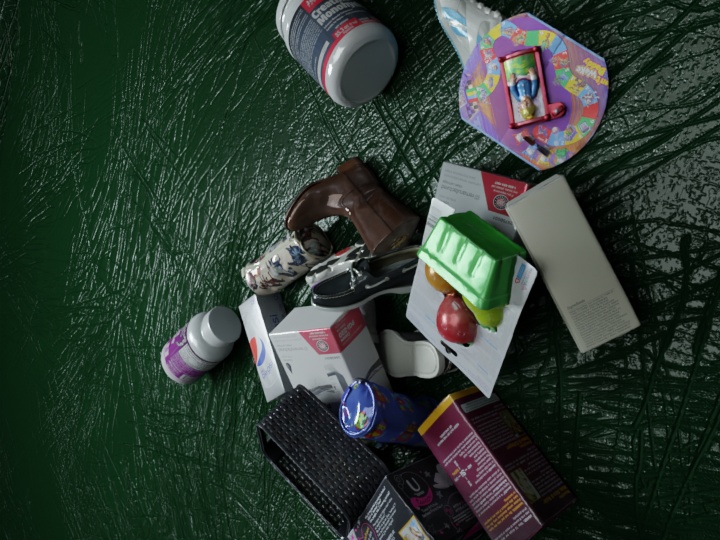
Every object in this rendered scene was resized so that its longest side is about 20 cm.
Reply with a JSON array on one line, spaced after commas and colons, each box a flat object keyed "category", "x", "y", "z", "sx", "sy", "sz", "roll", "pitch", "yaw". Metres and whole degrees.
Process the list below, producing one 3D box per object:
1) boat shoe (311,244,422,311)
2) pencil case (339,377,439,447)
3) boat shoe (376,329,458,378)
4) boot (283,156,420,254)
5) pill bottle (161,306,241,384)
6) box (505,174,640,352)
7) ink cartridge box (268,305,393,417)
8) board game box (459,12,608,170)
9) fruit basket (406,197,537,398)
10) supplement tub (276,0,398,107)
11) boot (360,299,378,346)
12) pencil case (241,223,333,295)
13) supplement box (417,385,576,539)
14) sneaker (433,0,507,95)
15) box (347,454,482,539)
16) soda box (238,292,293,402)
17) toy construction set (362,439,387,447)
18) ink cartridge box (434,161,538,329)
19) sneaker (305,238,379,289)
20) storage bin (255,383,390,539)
[{"category": "boat shoe", "x": 0.014, "y": 0.007, "z": 0.945, "sx": 0.076, "sy": 0.195, "sz": 0.061, "roll": -117, "pitch": 12, "yaw": -51}, {"category": "pencil case", "x": 0.048, "y": 0.217, "z": 0.925, "sx": 0.079, "sy": 0.198, "sz": 0.087, "roll": -54, "pitch": 46, "yaw": 12}, {"category": "boat shoe", "x": 0.089, "y": 0.128, "z": 0.969, "sx": 0.199, "sy": 0.059, "sz": 0.076, "roll": -11, "pitch": 85, "yaw": 62}, {"category": "boot", "x": -0.017, "y": -0.076, "z": 1.011, "sx": 0.185, "sy": 0.064, "sz": 0.201, "roll": -40, "pitch": 57, "yaw": 2}, {"category": "pill bottle", "x": -0.344, "y": 0.159, "z": 1.337, "sx": 0.199, "sy": 0.111, "sz": 0.115, "roll": -37, "pitch": 68, "yaw": 36}, {"category": "box", "x": 0.258, "y": -0.010, "z": 0.755, "sx": 0.081, "sy": 0.068, "sz": 0.204, "roll": -27, "pitch": 92, "yaw": 16}, {"category": "ink cartridge box", "x": -0.042, "y": 0.163, "z": 0.996, "sx": 0.143, "sy": 0.085, "sz": 0.204, "roll": -9, "pitch": 113, "yaw": 38}, {"category": "board game box", "x": 0.222, "y": -0.235, "z": 0.805, "sx": 0.198, "sy": 0.039, "sz": 0.160, "roll": 36, "pitch": 115, "yaw": 11}, {"category": "fruit basket", "x": 0.139, "y": 0.033, "z": 0.809, "sx": 0.185, "sy": 0.092, "sz": 0.204, "roll": 43, "pitch": 140, "yaw": 40}, {"category": "supplement tub", "x": -0.042, "y": -0.384, "z": 1.021, "sx": 0.201, "sy": 0.138, "sz": 0.142, "roll": 51, "pitch": 122, "yaw": 28}, {"category": "boot", "x": -0.048, "y": 0.122, "z": 1.079, "sx": 0.198, "sy": 0.072, "sz": 0.098, "roll": -33, "pitch": 54, "yaw": 38}, {"category": "pencil case", "x": -0.144, "y": -0.021, "z": 1.162, "sx": 0.198, "sy": 0.088, "sz": 0.079, "roll": -31, "pitch": 41, "yaw": 39}, {"category": "supplement box", "x": 0.187, "y": 0.269, "z": 0.854, "sx": 0.201, "sy": 0.109, "sz": 0.086, "roll": 54, "pitch": 124, "yaw": 27}, {"category": "sneaker", "x": 0.169, "y": -0.347, "z": 0.880, "sx": 0.080, "sy": 0.076, "sz": 0.204, "roll": -31, "pitch": 78, "yaw": 31}, {"category": "box", "x": 0.099, "y": 0.352, "z": 0.878, "sx": 0.115, "sy": 0.197, "sz": 0.134, "roll": 45, "pitch": 119, "yaw": 32}, {"category": "soda box", "x": -0.172, "y": 0.148, "z": 1.208, "sx": 0.063, "sy": 0.067, "sz": 0.205, "roll": -32, "pitch": 71, "yaw": 38}, {"category": "toy construction set", "x": 0.012, "y": 0.345, "z": 1.030, "sx": 0.131, "sy": 0.090, "sz": 0.206, "roll": 159, "pitch": 112, "yaw": -65}, {"category": "ink cartridge box", "x": 0.171, "y": -0.036, "z": 0.877, "sx": 0.144, "sy": 0.082, "sz": 0.206, "roll": 22, "pitch": 106, "yaw": 39}, {"category": "sneaker", "x": 0.000, "y": 0.000, "z": 1.056, "sx": 0.197, "sy": 0.081, "sz": 0.084, "roll": -21, "pitch": 114, "yaw": 33}, {"category": "storage bin", "x": -0.057, "y": 0.289, "z": 0.928, "sx": 0.199, "sy": 0.093, "sz": 0.137, "roll": 38, "pitch": 150, "yaw": 22}]
